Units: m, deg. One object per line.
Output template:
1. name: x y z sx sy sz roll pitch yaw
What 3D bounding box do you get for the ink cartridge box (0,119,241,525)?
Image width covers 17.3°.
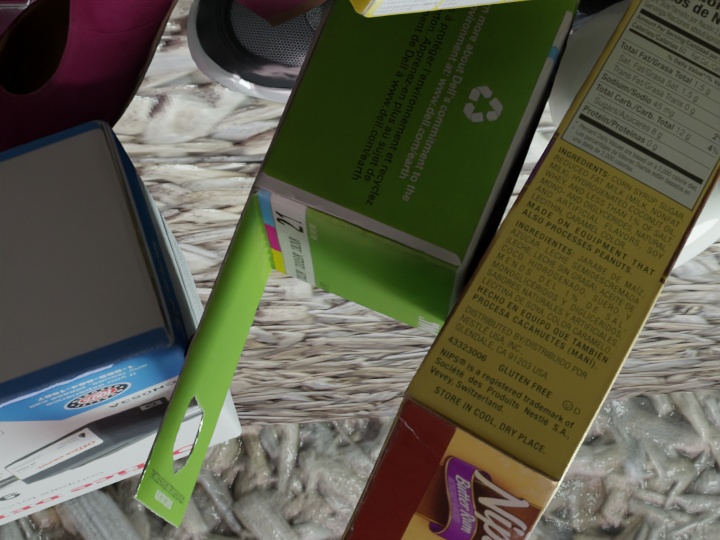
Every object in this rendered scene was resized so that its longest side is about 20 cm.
1. ink cartridge box: -0.131 0.032 0.850 0.144 0.084 0.200 -20 167 -1

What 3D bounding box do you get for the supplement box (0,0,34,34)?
1. supplement box: -0.196 -0.016 0.997 0.130 0.201 0.103 -2 -168 -5

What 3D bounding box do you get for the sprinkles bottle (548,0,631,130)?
1. sprinkles bottle: 0.145 -0.093 0.938 0.068 0.069 0.200 -11 -167 34

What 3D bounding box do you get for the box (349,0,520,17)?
1. box: 0.078 -0.150 0.618 0.200 0.048 0.117 -42 166 29

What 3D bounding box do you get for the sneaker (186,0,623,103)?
1. sneaker: 0.027 -0.121 0.933 0.199 0.076 0.114 -10 169 -3

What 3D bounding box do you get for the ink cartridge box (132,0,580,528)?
1. ink cartridge box: 0.000 0.000 0.791 0.075 0.201 0.148 21 171 4

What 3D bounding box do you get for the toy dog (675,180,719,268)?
1. toy dog: 0.228 -0.021 1.501 0.199 0.097 0.132 -9 169 24

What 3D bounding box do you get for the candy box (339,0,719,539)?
1. candy box: 0.065 0.008 0.767 0.056 0.200 0.117 29 145 6

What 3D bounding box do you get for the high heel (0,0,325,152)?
1. high heel: -0.097 -0.097 0.768 0.096 0.068 0.200 32 140 -33
